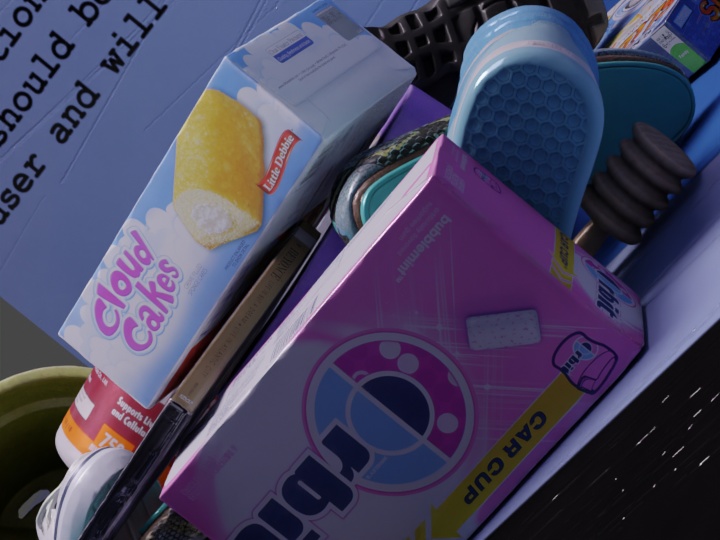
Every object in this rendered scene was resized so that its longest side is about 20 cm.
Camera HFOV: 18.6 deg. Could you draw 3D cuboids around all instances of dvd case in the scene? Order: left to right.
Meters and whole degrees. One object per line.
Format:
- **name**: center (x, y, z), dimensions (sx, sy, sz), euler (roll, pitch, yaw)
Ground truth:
- **dvd case**: center (-0.087, 0.071, 1.074), dimensions (0.149, 0.016, 0.200), euler (-56, 1, 29)

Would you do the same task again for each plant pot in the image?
- **plant pot**: center (-0.194, 0.181, 1.490), dimensions (0.201, 0.200, 0.184), euler (-53, -5, -14)

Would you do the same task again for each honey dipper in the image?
- **honey dipper**: center (0.084, 0.018, 1.045), dimensions (0.200, 0.038, 0.038), euler (-53, 6, 18)

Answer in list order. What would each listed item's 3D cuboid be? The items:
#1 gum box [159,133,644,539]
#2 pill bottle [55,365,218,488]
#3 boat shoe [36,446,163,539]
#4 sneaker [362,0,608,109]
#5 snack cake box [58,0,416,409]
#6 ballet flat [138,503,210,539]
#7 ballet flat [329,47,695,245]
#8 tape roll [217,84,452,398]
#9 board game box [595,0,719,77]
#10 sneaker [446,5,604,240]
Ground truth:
- **gum box**: center (0.014, 0.058, 0.943), dimensions (0.200, 0.113, 0.066), euler (-49, 7, 18)
- **pill bottle**: center (-0.094, 0.049, 1.348), dimensions (0.201, 0.112, 0.113), euler (-60, 5, 7)
- **boat shoe**: center (-0.155, 0.151, 1.244), dimensions (0.074, 0.067, 0.201), euler (-43, -24, -27)
- **sneaker**: center (0.049, -0.127, 1.305), dimensions (0.198, 0.076, 0.079), euler (-16, -12, -7)
- **snack cake box**: center (-0.064, -0.034, 1.142), dimensions (0.200, 0.067, 0.115), euler (-55, -7, 32)
- **ballet flat**: center (-0.106, 0.160, 1.163), dimensions (0.200, 0.072, 0.072), euler (-41, 1, -30)
- **ballet flat**: center (0.071, -0.061, 1.094), dimensions (0.199, 0.075, 0.074), euler (-20, -5, -20)
- **tape roll**: center (0.000, 0.000, 1.199), dimensions (0.201, 0.065, 0.200), euler (-58, 5, 7)
- **board game box**: center (0.165, -0.132, 1.281), dimensions (0.136, 0.034, 0.200), euler (-56, 8, -33)
- **sneaker**: center (0.065, -0.029, 1.018), dimensions (0.131, 0.079, 0.201), euler (-75, 5, -63)
